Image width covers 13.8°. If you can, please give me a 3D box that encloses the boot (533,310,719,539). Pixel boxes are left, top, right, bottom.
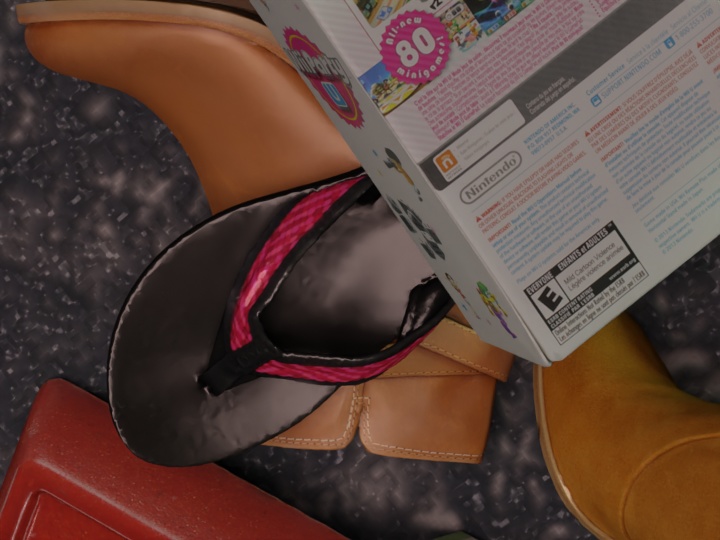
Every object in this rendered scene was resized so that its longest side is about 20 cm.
[{"bbox_3d":[0.135,0.061,0.963,0.144,0.071,0.202,-42,50,38],"label":"boot"}]

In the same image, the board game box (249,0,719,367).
[{"bbox_3d":[0.052,-0.094,0.939,0.147,0.064,0.200,-37,106,-10],"label":"board game box"}]

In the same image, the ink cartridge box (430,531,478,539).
[{"bbox_3d":[0.051,0.214,1.052,0.145,0.048,0.201,26,105,24],"label":"ink cartridge box"}]

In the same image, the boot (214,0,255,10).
[{"bbox_3d":[0.032,-0.120,0.992,0.199,0.074,0.076,8,129,-3],"label":"boot"}]

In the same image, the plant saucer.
[{"bbox_3d":[-0.078,0.170,1.071,0.200,0.037,0.200,27,103,22],"label":"plant saucer"}]

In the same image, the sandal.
[{"bbox_3d":[0.000,0.000,0.986,0.200,0.045,0.075,-30,103,5],"label":"sandal"}]

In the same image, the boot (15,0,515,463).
[{"bbox_3d":[-0.034,-0.017,1.042,0.199,0.074,0.155,11,102,11],"label":"boot"}]
